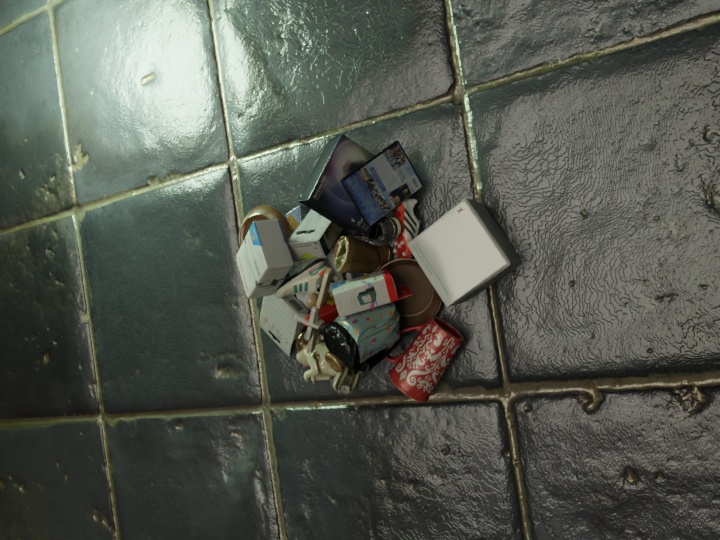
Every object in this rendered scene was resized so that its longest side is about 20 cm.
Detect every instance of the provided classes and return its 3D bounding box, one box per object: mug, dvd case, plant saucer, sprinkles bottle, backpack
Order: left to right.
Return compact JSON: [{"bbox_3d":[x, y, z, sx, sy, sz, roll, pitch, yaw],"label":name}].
[{"bbox_3d":[-0.305,-0.100,1.826,0.197,0.037,0.204,2,94,27],"label":"plant saucer"},{"bbox_3d":[-0.012,0.197,1.672,0.068,0.200,0.069,35,151,24],"label":"sprinkles bottle"},{"bbox_3d":[0.017,0.161,1.570,0.167,0.198,0.128,39,144,44],"label":"backpack"},{"bbox_3d":[0.059,-0.233,1.577,0.199,0.018,0.144,-37,103,-16],"label":"dvd case"},{"bbox_3d":[0.128,0.060,1.642,0.197,0.037,0.204,3,109,9],"label":"plant saucer"},{"bbox_3d":[0.165,0.226,1.606,0.176,0.134,0.201,30,104,-13],"label":"mug"}]

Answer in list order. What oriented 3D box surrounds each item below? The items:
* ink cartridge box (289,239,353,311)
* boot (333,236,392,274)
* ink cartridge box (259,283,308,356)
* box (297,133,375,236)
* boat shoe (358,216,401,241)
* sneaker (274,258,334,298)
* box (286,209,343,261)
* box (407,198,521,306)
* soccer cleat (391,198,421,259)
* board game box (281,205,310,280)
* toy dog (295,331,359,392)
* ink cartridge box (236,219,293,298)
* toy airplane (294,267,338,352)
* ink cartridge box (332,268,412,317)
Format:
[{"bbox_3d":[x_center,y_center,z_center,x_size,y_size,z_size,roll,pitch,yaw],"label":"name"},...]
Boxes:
[{"bbox_3d":[-0.112,0.014,1.764,0.197,0.043,0.199,-10,105,18],"label":"ink cartridge box"},{"bbox_3d":[0.000,0.000,1.648,0.065,0.199,0.178,11,95,38],"label":"boot"},{"bbox_3d":[-0.242,0.148,1.851,0.160,0.047,0.202,41,137,24],"label":"ink cartridge box"},{"bbox_3d":[-0.033,-0.228,1.618,0.197,0.123,0.202,29,84,-19],"label":"box"},{"bbox_3d":[0.032,-0.116,1.663,0.199,0.062,0.074,2,108,56],"label":"boat shoe"},{"bbox_3d":[-0.161,0.048,1.729,0.198,0.070,0.094,-33,100,22],"label":"sneaker"},{"bbox_3d":[-0.122,-0.111,1.708,0.115,0.201,0.061,-7,122,25],"label":"box"},{"bbox_3d":[0.269,-0.044,1.525,0.199,0.171,0.201,-37,77,21],"label":"box"},{"bbox_3d":[0.134,-0.102,1.654,0.068,0.084,0.203,22,125,59],"label":"soccer cleat"},{"bbox_3d":[-0.207,-0.092,1.830,0.200,0.061,0.201,-43,74,23],"label":"board game box"},{"bbox_3d":[-0.106,0.249,1.754,0.197,0.139,0.197,18,92,26],"label":"toy dog"},{"bbox_3d":[-0.277,-0.030,1.687,0.200,0.085,0.148,-49,56,54],"label":"ink cartridge box"},{"bbox_3d":[-0.115,0.112,1.657,0.140,0.200,0.201,31,73,33],"label":"toy airplane"},{"bbox_3d":[0.029,0.052,1.551,0.197,0.116,0.068,-17,101,-1],"label":"ink cartridge box"}]
